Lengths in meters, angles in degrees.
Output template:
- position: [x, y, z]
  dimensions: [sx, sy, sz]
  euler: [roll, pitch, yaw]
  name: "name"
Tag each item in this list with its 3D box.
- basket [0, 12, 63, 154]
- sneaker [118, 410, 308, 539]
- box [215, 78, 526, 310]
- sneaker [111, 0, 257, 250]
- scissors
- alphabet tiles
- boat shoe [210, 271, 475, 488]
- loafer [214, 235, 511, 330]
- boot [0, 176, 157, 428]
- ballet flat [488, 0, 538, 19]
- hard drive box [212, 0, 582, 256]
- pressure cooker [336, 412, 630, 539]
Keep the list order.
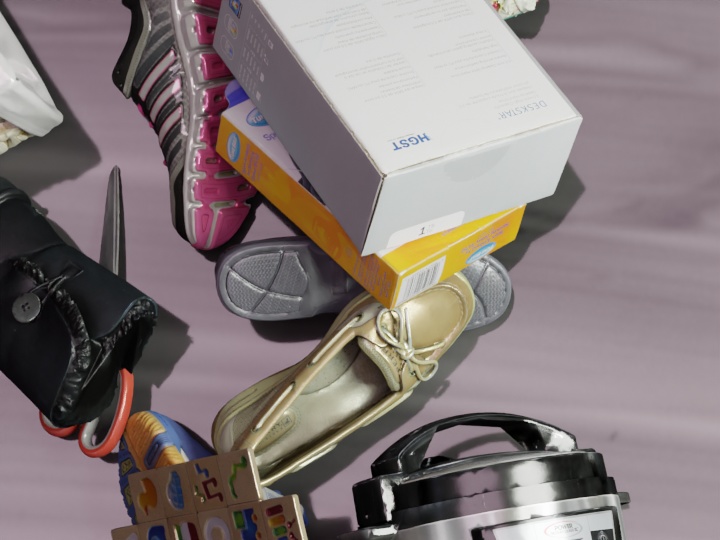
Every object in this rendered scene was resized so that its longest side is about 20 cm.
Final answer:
- position: [-0.314, -0.160, 1.590]
  dimensions: [0.123, 0.136, 0.200]
  euler: [-34, 79, 2]
  name: "basket"
- position: [-0.085, 0.170, 1.555]
  dimensions: [0.200, 0.088, 0.075]
  euler: [51, 133, 26]
  name: "sneaker"
- position: [-0.002, -0.069, 1.543]
  dimensions: [0.119, 0.042, 0.200]
  euler: [-28, 57, -34]
  name: "box"
- position: [-0.122, -0.115, 1.595]
  dimensions: [0.087, 0.074, 0.201]
  euler: [2, 100, 37]
  name: "sneaker"
- position: [-0.169, 0.028, 1.596]
  dimensions: [0.073, 0.014, 0.201]
  euler: [9, 79, 35]
  name: "scissors"
- position: [-0.093, 0.204, 1.501]
  dimensions: [0.200, 0.006, 0.167]
  euler: [-17, 86, 48]
  name: "alphabet tiles"
- position: [-0.006, 0.072, 1.519]
  dimensions: [0.200, 0.063, 0.073]
  euler: [-33, 114, -2]
  name: "boat shoe"
- position: [0.000, 0.000, 1.567]
  dimensions: [0.199, 0.063, 0.072]
  euler: [2, 105, -10]
  name: "loafer"
- position: [-0.250, 0.052, 1.561]
  dimensions: [0.200, 0.076, 0.168]
  euler: [-45, 62, -8]
  name: "boot"
- position: [0.051, -0.251, 1.598]
  dimensions: [0.064, 0.076, 0.200]
  euler: [-37, 75, 19]
  name: "ballet flat"
- position: [0.021, -0.123, 1.514]
  dimensions: [0.155, 0.077, 0.200]
  euler: [-17, 55, -28]
  name: "hard drive box"
- position: [0.083, 0.189, 1.474]
  dimensions: [0.178, 0.176, 0.201]
  euler: [-12, 79, 14]
  name: "pressure cooker"
